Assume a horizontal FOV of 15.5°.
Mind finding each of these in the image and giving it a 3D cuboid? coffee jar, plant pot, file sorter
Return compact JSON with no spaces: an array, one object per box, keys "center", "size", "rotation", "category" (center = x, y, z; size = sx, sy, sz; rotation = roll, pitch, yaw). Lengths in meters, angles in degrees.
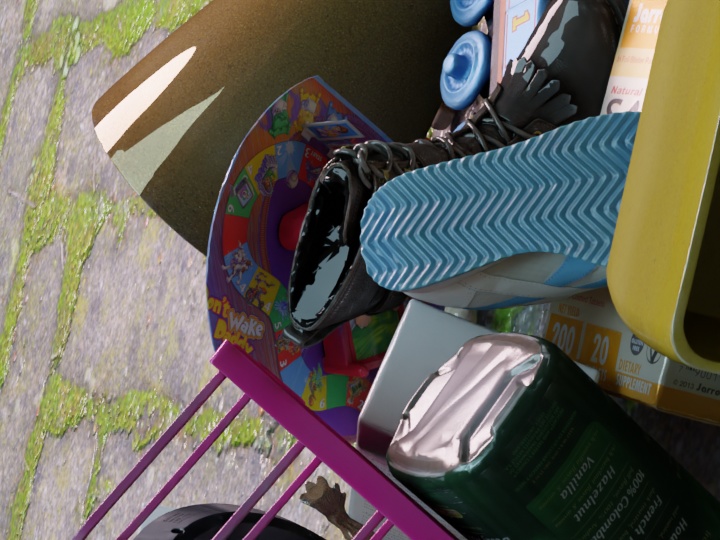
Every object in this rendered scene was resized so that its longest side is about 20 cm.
[{"center":[0.112,0.119,1.182],"size":[0.085,0.200,0.104],"rotation":[-53,19,-14],"category":"coffee jar"},{"center":[0.204,-0.041,1.085],"size":[0.176,0.199,0.201],"rotation":[178,105,-75],"category":"plant pot"},{"center":[-0.019,0.148,1.199],"size":[0.126,0.200,0.139],"rotation":[-49,-7,-3],"category":"file sorter"},{"center":[-0.027,-0.114,1.584],"size":[0.200,0.186,0.187],"rotation":[-49,31,15],"category":"plant pot"}]

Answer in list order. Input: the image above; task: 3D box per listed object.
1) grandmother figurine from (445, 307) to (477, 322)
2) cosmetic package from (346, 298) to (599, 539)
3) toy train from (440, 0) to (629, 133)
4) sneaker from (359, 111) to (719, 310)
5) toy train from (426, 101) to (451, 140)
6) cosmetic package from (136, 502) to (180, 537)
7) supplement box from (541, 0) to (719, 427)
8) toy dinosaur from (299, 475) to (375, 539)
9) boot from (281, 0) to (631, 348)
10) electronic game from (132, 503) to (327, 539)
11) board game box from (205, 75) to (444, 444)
[{"center":[0.033,0.060,1.561],"size":[0.121,0.060,0.200],"rotation":[-52,35,27],"category":"grandmother figurine"},{"center":[0.053,0.094,1.337],"size":[0.200,0.101,0.071],"rotation":[98,-165,-70],"category":"cosmetic package"},{"center":[0.103,-0.114,1.471],"size":[0.114,0.086,0.201],"rotation":[-27,52,53],"category":"toy train"},{"center":[0.104,-0.025,1.232],"size":[0.199,0.081,0.077],"rotation":[-6,79,28],"category":"sneaker"},{"center":[0.013,-0.120,1.707],"size":[0.150,0.055,0.200],"rotation":[-59,29,33],"category":"toy train"},{"center":[-0.088,0.197,1.625],"size":[0.200,0.050,0.083],"rotation":[39,-122,-72],"category":"cosmetic package"},{"center":[0.165,-0.031,1.293],"size":[0.126,0.073,0.201],"rotation":[14,90,65],"category":"supplement box"},{"center":[0.034,0.179,1.353],"size":[0.136,0.199,0.086],"rotation":[63,-139,-61],"category":"toy dinosaur"},{"center":[0.049,-0.054,1.325],"size":[0.069,0.174,0.201],"rotation":[33,113,33],"category":"boot"},{"center":[-0.047,0.210,1.470],"size":[0.042,0.199,0.200],"rotation":[-54,31,34],"category":"electronic game"},{"center":[0.000,0.000,1.383],"size":[0.039,0.200,0.159],"rotation":[7,69,40],"category":"board game box"}]
